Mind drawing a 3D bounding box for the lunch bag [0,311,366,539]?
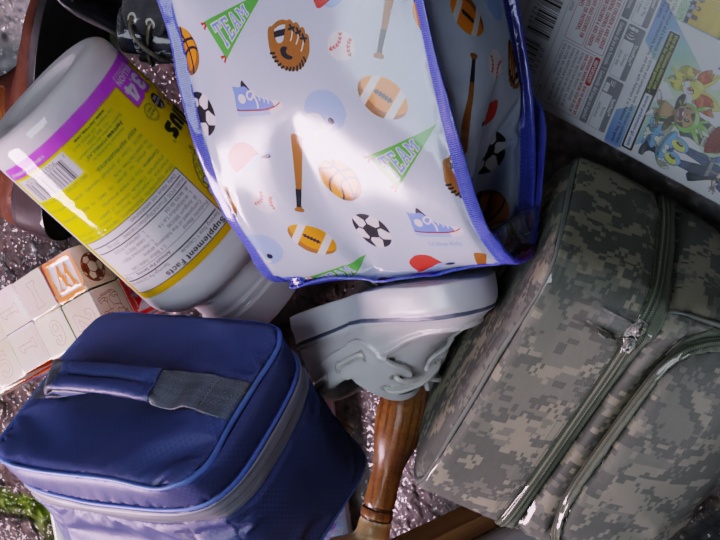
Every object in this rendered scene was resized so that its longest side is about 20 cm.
[{"bbox_3d":[-0.116,0.101,1.043,0.200,0.136,0.132,1,135,37],"label":"lunch bag"}]

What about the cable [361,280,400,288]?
[{"bbox_3d":[0.000,0.000,1.081,0.097,0.050,0.200,-22,103,52],"label":"cable"}]

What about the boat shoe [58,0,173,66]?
[{"bbox_3d":[-0.126,-0.158,1.082,0.200,0.066,0.070,35,153,39],"label":"boat shoe"}]

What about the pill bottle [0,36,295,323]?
[{"bbox_3d":[-0.129,-0.045,1.101,0.104,0.104,0.200,-30,115,36],"label":"pill bottle"}]

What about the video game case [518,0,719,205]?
[{"bbox_3d":[0.177,-0.150,0.919,0.182,0.022,0.200,31,120,20],"label":"video game case"}]

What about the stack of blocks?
[{"bbox_3d":[-0.213,0.034,1.207,0.200,0.115,0.059,-27,89,37],"label":"stack of blocks"}]

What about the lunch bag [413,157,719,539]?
[{"bbox_3d":[0.144,0.059,0.970,0.168,0.139,0.200,25,122,-7],"label":"lunch bag"}]

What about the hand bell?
[{"bbox_3d":[0.013,0.148,1.119,0.104,0.104,0.200,17,95,28],"label":"hand bell"}]

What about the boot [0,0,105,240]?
[{"bbox_3d":[-0.269,-0.135,1.239,0.200,0.068,0.189,24,125,33],"label":"boot"}]

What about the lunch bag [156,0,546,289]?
[{"bbox_3d":[0.001,-0.092,0.933,0.170,0.124,0.200,-6,103,35],"label":"lunch bag"}]

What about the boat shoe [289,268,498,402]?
[{"bbox_3d":[0.023,0.041,1.002,0.200,0.073,0.065,160,98,-67],"label":"boat shoe"}]

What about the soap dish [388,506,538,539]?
[{"bbox_3d":[0.064,0.243,1.071,0.081,0.157,0.200,8,110,46],"label":"soap dish"}]

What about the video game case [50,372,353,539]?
[{"bbox_3d":[-0.107,0.167,1.177,0.200,0.024,0.182,-7,102,3],"label":"video game case"}]
